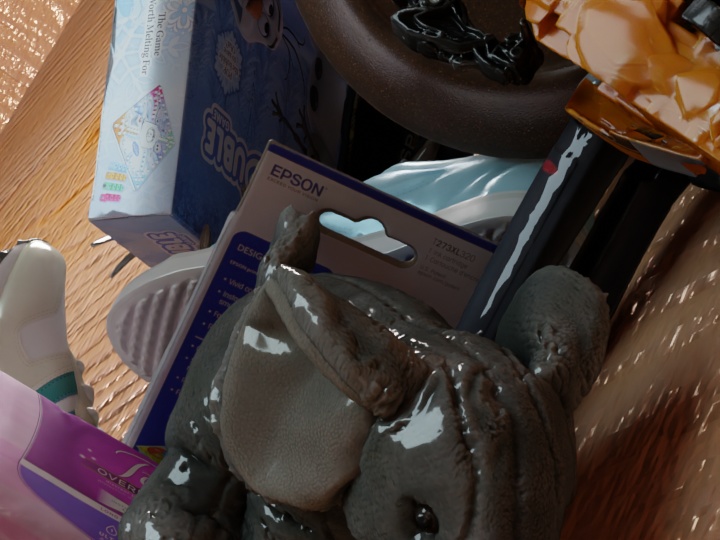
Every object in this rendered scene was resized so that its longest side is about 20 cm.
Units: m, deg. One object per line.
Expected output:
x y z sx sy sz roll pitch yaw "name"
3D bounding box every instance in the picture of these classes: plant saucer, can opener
0.062 -0.142 0.930 0.200 0.200 0.032 -54 -12 7 "plant saucer"
0.086 -0.027 0.864 0.200 0.063 0.079 -53 14 10 "can opener"

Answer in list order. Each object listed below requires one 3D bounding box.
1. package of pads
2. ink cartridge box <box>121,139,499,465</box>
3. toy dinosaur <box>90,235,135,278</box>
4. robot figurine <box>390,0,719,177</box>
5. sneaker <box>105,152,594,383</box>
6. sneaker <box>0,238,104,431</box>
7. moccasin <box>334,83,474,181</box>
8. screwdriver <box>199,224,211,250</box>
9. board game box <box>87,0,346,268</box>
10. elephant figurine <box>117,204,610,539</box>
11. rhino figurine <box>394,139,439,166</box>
-0.099 0.112 0.890 0.076 0.200 0.121 -56 9 20 "package of pads"
-0.029 0.047 0.935 0.037 0.095 0.200 -76 11 -61 "ink cartridge box"
-0.027 -0.011 1.264 0.105 0.200 0.182 39 122 38 "toy dinosaur"
0.093 -0.106 0.820 0.145 0.058 0.200 -52 50 3 "robot figurine"
0.000 0.000 0.978 0.199 0.074 0.082 -9 28 18 "sneaker"
-0.126 0.085 1.039 0.070 0.093 0.200 107 172 -63 "sneaker"
0.033 -0.099 1.100 0.068 0.080 0.200 -36 -37 -46 "moccasin"
-0.070 0.081 1.018 0.029 0.028 0.201 2 93 45 "screwdriver"
-0.050 -0.083 1.107 0.200 0.043 0.200 42 -130 -63 "board game box"
0.021 0.055 0.776 0.141 0.155 0.200 -44 8 -30 "elephant figurine"
-0.002 0.028 1.037 0.200 0.060 0.087 -65 12 -19 "rhino figurine"
